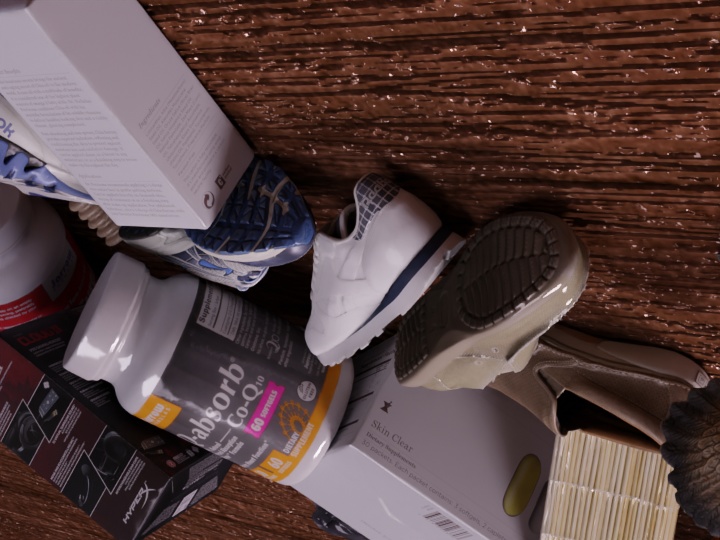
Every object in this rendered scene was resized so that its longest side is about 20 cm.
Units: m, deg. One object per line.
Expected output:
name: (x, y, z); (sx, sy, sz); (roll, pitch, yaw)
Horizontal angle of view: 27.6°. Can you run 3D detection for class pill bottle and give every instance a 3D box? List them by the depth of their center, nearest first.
pill bottle: (-0.114, 0.072, 1.100); (0.199, 0.117, 0.116); (26, 155, -14)
pill bottle: (-0.289, 0.006, 1.248); (0.111, 0.113, 0.201); (16, 150, 25)

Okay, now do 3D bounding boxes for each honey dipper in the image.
honey dipper: (-0.249, -0.098, 1.118); (0.200, 0.038, 0.038); (46, 149, -24)

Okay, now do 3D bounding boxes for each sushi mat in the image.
sushi mat: (0.176, 0.198, 1.057); (0.095, 0.012, 0.202); (10, 105, 12)

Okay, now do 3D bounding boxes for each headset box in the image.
headset box: (-0.205, 0.109, 1.159); (0.199, 0.149, 0.078); (38, 110, 13)

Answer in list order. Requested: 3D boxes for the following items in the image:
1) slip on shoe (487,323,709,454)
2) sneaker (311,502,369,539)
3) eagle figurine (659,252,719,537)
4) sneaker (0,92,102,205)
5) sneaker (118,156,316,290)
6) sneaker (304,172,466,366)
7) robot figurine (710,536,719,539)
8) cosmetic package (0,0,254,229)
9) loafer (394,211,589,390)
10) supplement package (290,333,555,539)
slip on shoe: (0.139, 0.081, 1.003); (0.198, 0.061, 0.076); (12, 148, 32)
sneaker: (-0.011, 0.196, 1.329); (0.113, 0.076, 0.200); (-1, 142, 42)
eagle figurine: (0.272, 0.095, 0.828); (0.198, 0.153, 0.151); (19, 172, 10)
sneaker: (-0.226, -0.113, 1.025); (0.080, 0.116, 0.199); (10, 176, 37)
sneaker: (-0.086, -0.028, 1.048); (0.085, 0.078, 0.199); (39, 161, -34)
sneaker: (0.000, 0.000, 1.008); (0.080, 0.077, 0.200); (40, 146, -1)
robot figurine: (0.218, 0.258, 1.134); (0.199, 0.059, 0.145); (-19, 143, 26)
cosmetic package: (-0.170, -0.119, 0.962); (0.101, 0.072, 0.200); (4, 143, 41)
loafer: (0.091, 0.024, 0.945); (0.068, 0.076, 0.200); (13, 153, -24)
supplement package: (0.064, 0.159, 1.154); (0.199, 0.111, 0.156); (35, 153, -11)
